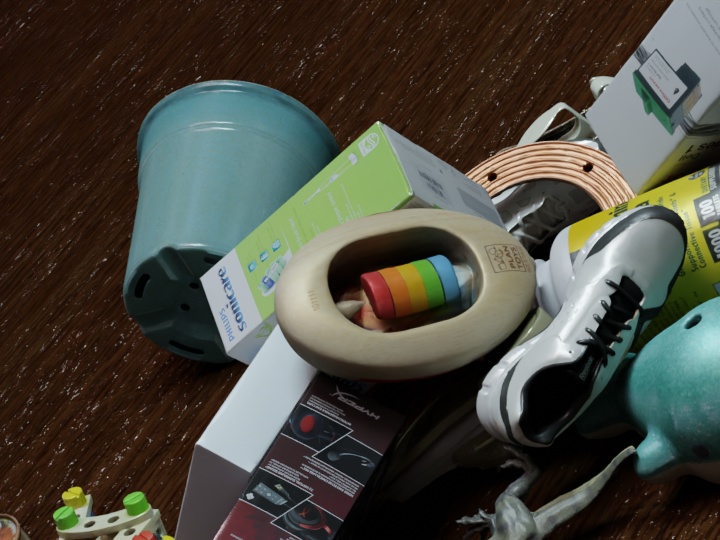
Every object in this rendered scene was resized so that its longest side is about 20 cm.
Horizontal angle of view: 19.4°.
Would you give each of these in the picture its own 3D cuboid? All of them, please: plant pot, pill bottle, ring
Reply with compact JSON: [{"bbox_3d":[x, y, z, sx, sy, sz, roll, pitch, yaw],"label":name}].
[{"bbox_3d":[-0.126,-0.034,1.928,0.200,0.200,0.196,-20,39,27],"label":"plant pot"},{"bbox_3d":[0.212,0.003,1.548,0.200,0.113,0.113,-24,28,20],"label":"pill bottle"},{"bbox_3d":[0.138,-0.013,1.678,0.200,0.019,0.201,-11,59,19],"label":"ring"}]

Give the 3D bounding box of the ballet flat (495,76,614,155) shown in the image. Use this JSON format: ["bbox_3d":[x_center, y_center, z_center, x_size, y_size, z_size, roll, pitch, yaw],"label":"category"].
[{"bbox_3d":[0.203,-0.126,1.824,0.200,0.067,0.068,-34,27,1],"label":"ballet flat"}]

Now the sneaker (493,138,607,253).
[{"bbox_3d":[0.138,-0.023,1.742,0.200,0.076,0.116,-30,34,27],"label":"sneaker"}]

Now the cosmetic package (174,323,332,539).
[{"bbox_3d":[-0.081,0.140,1.586,0.151,0.052,0.200,-59,-9,-38],"label":"cosmetic package"}]

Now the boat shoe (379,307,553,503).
[{"bbox_3d":[0.089,0.115,1.543,0.200,0.068,0.075,-45,9,31],"label":"boat shoe"}]

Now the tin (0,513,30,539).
[{"bbox_3d":[-0.349,0.291,1.790,0.112,0.042,0.200,-8,36,35],"label":"tin"}]

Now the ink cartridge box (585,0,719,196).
[{"bbox_3d":[0.279,-0.152,1.540,0.146,0.084,0.200,-13,-27,-34],"label":"ink cartridge box"}]

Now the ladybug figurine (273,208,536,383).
[{"bbox_3d":[0.033,0.024,1.515,0.199,0.072,0.136,-10,57,-15],"label":"ladybug figurine"}]

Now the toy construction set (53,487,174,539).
[{"bbox_3d":[-0.214,0.250,1.642,0.131,0.092,0.200,-3,43,29],"label":"toy construction set"}]

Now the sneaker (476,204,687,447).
[{"bbox_3d":[0.163,0.044,1.446,0.200,0.074,0.080,-54,14,1],"label":"sneaker"}]

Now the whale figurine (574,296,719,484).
[{"bbox_3d":[0.223,0.072,1.431,0.200,0.104,0.159,-1,42,52],"label":"whale figurine"}]

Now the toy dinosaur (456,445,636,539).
[{"bbox_3d":[0.105,0.173,1.448,0.200,0.047,0.088,-42,27,7],"label":"toy dinosaur"}]

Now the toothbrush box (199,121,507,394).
[{"bbox_3d":[0.000,0.000,1.641,0.200,0.145,0.086,-39,48,20],"label":"toothbrush box"}]

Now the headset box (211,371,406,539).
[{"bbox_3d":[-0.055,0.195,1.487,0.200,0.075,0.149,-57,-9,-37],"label":"headset box"}]
